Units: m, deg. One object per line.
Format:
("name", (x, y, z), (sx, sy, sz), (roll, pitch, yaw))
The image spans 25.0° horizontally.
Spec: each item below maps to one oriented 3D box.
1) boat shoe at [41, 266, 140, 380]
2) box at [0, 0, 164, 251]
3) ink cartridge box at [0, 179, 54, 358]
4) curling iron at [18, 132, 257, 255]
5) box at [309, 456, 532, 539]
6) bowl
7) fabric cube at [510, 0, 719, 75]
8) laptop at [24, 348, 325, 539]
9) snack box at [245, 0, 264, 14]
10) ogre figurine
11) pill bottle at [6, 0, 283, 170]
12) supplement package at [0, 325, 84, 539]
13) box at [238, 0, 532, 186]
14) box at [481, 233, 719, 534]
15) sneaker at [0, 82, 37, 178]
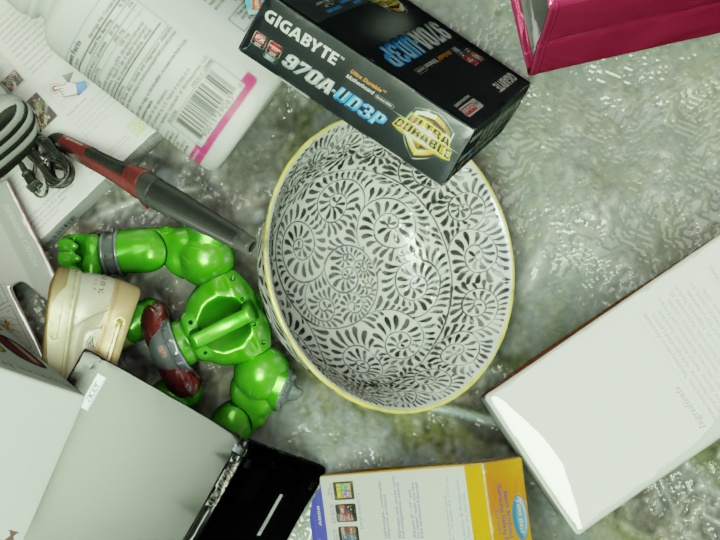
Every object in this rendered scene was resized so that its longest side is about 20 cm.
("boat shoe", (-0.181, 0.099, 1.091), (0.068, 0.074, 0.202), (5, 109, -6))
("box", (-0.258, -0.127, 1.192), (0.144, 0.036, 0.200), (-42, 85, -1))
("ink cartridge box", (-0.279, 0.064, 1.168), (0.175, 0.045, 0.201), (-28, 86, 3))
("curling iron", (-0.155, -0.050, 1.125), (0.199, 0.026, 0.050), (22, 76, 21))
("box", (0.038, 0.191, 1.096), (0.041, 0.199, 0.120), (-4, 85, -36))
("bowl", (0.000, 0.000, 1.120), (0.199, 0.094, 0.203), (6, 80, -32))
("fabric cube", (0.194, -0.264, 1.095), (0.197, 0.200, 0.198), (-13, 84, 0))
("laptop", (-0.142, 0.173, 1.100), (0.103, 0.200, 0.178), (30, 89, 28))
("snack box", (-0.073, -0.289, 1.112), (0.037, 0.117, 0.201), (-7, 55, 2))
("ogre figurine", (-0.119, 0.051, 1.139), (0.119, 0.098, 0.201), (-25, 76, 10))
("pill bottle", (-0.148, -0.172, 1.134), (0.199, 0.113, 0.114), (38, 88, -5))
("supplement package", (-0.276, 0.084, 1.034), (0.113, 0.200, 0.110), (23, 91, -35))
("box", (0.023, -0.137, 1.095), (0.158, 0.200, 0.046), (35, 112, 6))
("box", (0.191, 0.072, 1.089), (0.199, 0.152, 0.107), (-34, 85, 0))
("sneaker", (-0.330, -0.077, 1.139), (0.200, 0.075, 0.116), (-39, 64, -8))
